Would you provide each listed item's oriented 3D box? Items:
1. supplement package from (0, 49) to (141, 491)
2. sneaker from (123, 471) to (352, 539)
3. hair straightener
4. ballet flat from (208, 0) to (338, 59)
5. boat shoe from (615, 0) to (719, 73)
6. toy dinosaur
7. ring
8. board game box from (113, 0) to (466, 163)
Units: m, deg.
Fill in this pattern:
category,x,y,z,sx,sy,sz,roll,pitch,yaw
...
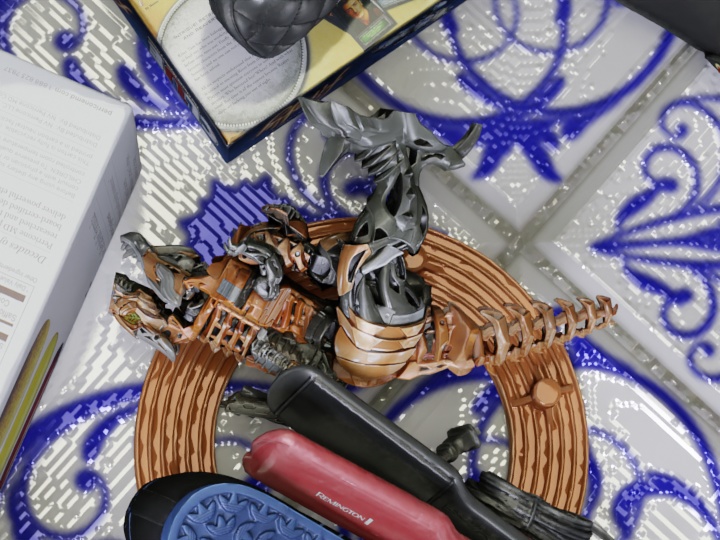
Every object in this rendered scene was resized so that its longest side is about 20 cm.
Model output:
category,x,y,z,sx,sy,sz,roll,pitch,yaw
supplement package,-0.177,0.016,0.784,0.109,0.114,0.201,22,80,0
sneaker,-0.009,0.141,0.787,0.200,0.078,0.070,39,76,-21
hair straightener,0.050,0.091,0.791,0.199,0.041,0.077,27,45,-11
ballet flat,0.006,-0.172,0.816,0.066,0.057,0.200,35,72,27
boat shoe,0.190,-0.103,0.858,0.200,0.074,0.064,23,71,-5
toy dinosaur,0.000,0.000,0.811,0.198,0.102,0.137,6,94,-22
ring,0.002,0.075,0.838,0.198,0.019,0.202,1,79,-5
board game box,-0.016,-0.161,0.870,0.199,0.035,0.136,-34,85,-10
